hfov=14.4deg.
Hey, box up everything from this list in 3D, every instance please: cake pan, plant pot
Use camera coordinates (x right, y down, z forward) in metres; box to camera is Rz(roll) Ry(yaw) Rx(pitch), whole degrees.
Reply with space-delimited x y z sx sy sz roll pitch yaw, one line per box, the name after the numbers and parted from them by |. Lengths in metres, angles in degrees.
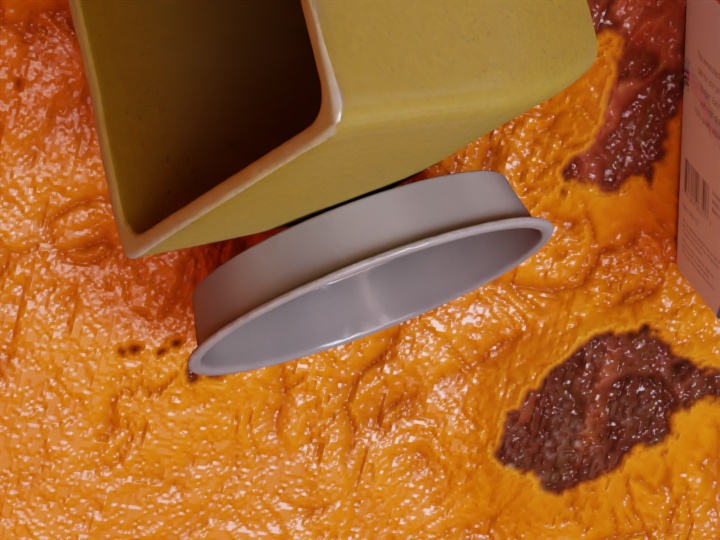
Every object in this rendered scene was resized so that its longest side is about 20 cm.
0.000 0.000 1.456 0.199 0.200 0.037 -21 80 -4 | cake pan
-0.003 -0.130 1.359 0.199 0.194 0.197 -4 75 -36 | plant pot

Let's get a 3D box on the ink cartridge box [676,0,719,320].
0.257 -0.072 1.493 0.144 0.147 0.201 -6 115 -11 | ink cartridge box
